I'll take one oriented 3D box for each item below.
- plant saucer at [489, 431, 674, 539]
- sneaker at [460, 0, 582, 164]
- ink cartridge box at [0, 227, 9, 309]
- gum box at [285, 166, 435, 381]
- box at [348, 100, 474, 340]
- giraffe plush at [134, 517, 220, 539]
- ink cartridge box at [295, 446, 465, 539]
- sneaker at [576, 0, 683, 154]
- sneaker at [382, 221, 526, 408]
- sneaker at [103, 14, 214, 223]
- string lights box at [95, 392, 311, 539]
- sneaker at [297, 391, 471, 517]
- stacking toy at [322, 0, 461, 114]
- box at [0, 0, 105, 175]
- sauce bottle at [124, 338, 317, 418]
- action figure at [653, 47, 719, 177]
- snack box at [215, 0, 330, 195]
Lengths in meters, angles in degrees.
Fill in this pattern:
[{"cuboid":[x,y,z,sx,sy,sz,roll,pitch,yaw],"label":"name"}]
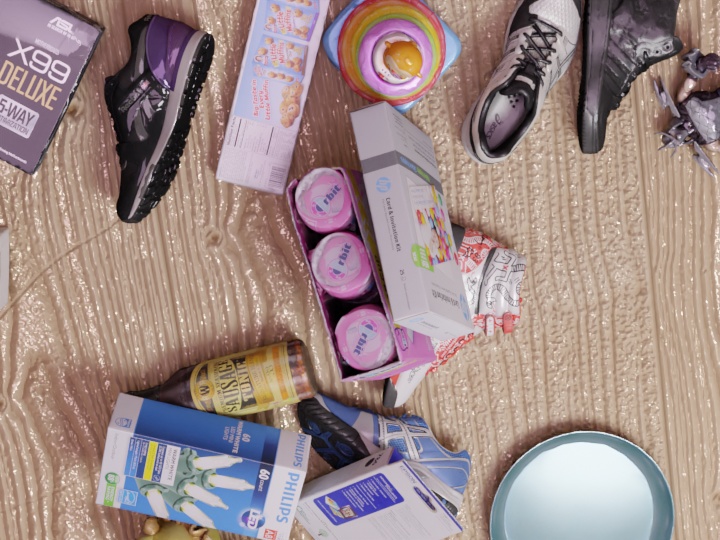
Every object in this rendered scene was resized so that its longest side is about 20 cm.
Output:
[{"cuboid":[0.234,0.263,1.593,0.197,0.027,0.203,0,103,-2],"label":"plant saucer"},{"cuboid":[0.166,-0.191,1.456,0.075,0.088,0.202,22,99,-6],"label":"sneaker"},{"cuboid":[-0.420,0.010,1.413,0.144,0.200,0.085,3,100,-4],"label":"ink cartridge box"},{"cuboid":[0.000,0.000,1.436,0.065,0.113,0.202,-19,81,17],"label":"gum box"},{"cuboid":[0.050,-0.043,1.411,0.041,0.156,0.202,-14,77,17],"label":"box"},{"cuboid":[-0.168,0.324,1.533,0.162,0.172,0.200,44,109,10],"label":"giraffe plush"},{"cuboid":[0.019,0.239,1.512,0.100,0.039,0.199,51,137,-11],"label":"ink cartridge box"},{"cuboid":[0.270,-0.214,1.470,0.103,0.060,0.203,2,99,1],"label":"sneaker"},{"cuboid":[0.099,0.061,1.519,0.107,0.067,0.203,20,98,-5],"label":"sneaker"},{"cuboid":[-0.214,-0.149,1.464,0.087,0.076,0.202,21,97,7],"label":"sneaker"},{"cuboid":[-0.157,0.198,1.496,0.198,0.059,0.104,13,123,-3],"label":"string lights box"},{"cuboid":[0.024,0.181,1.550,0.199,0.076,0.077,33,59,0],"label":"sneaker"},{"cuboid":[0.034,-0.200,1.389,0.116,0.200,0.110,43,97,-12],"label":"stacking toy"},{"cuboid":[-0.368,-0.209,1.443,0.198,0.050,0.159,28,100,-8],"label":"box"},{"cuboid":[-0.145,0.123,1.521,0.198,0.066,0.067,-16,103,3],"label":"sauce bottle"},{"cuboid":[0.377,-0.176,1.481,0.199,0.069,0.131,-33,107,8],"label":"action figure"},{"cuboid":[-0.087,-0.180,1.477,0.071,0.024,0.202,13,102,-5],"label":"snack box"}]
